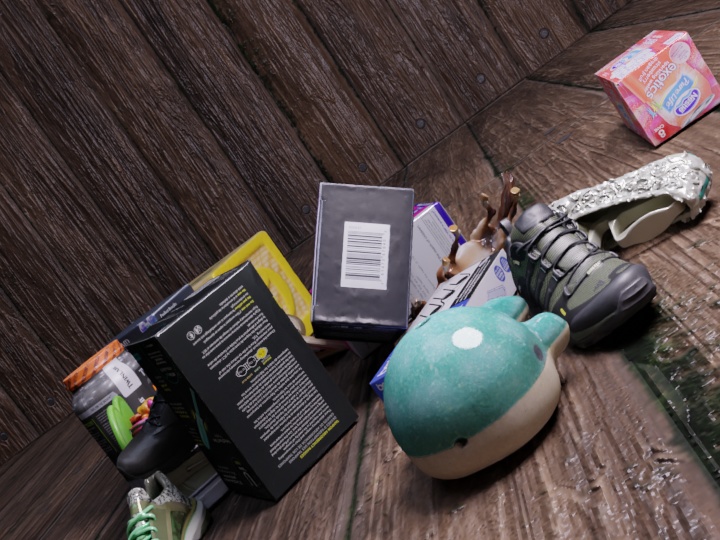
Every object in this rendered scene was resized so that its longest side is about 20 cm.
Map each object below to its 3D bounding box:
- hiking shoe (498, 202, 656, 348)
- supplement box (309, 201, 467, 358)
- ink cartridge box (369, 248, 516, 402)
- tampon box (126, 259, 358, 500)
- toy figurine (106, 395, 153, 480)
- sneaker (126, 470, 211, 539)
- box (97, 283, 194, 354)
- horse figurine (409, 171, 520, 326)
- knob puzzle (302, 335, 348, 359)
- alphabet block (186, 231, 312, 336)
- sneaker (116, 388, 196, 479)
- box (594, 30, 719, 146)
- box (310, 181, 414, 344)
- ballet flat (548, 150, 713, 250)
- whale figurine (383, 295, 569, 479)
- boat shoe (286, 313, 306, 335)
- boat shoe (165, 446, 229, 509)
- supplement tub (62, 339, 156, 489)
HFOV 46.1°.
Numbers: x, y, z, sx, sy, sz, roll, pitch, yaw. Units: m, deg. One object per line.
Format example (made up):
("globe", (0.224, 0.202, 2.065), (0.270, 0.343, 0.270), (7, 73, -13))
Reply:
("hiking shoe", (0.162, -0.002, 0.693), (0.075, 0.101, 0.200), (-37, 9, -9))
("supplement box", (0.042, 0.010, 1.115), (0.199, 0.104, 0.101), (-40, 10, -8))
("ink cartridge box", (0.091, 0.058, 0.851), (0.093, 0.045, 0.200), (-33, 10, 37))
("tampon box", (-0.126, 0.117, 0.890), (0.126, 0.202, 0.149), (-39, 11, -27))
("toy figurine", (-0.210, 0.181, 1.088), (0.181, 0.152, 0.201), (-28, -20, -10))
("sneaker", (-0.210, 0.262, 0.833), (0.076, 0.089, 0.200), (-35, 9, 3))
("box", (-0.279, 0.153, 1.315), (0.147, 0.202, 0.107), (-31, 9, 31))
("horse figurine", (0.134, -0.026, 1.009), (0.200, 0.050, 0.134), (-45, -25, -24))
("knob puzzle", (-0.141, 0.122, 1.175), (0.214, 0.031, 0.220), (-2, -17, -1))
("alphabet block", (-0.214, 0.087, 1.434), (0.198, 0.197, 0.197), (-30, 12, 30))
("sneaker", (-0.208, 0.150, 0.968), (0.075, 0.092, 0.200), (7, 41, 39))
("box", (0.377, -0.238, 1.087), (0.102, 0.095, 0.200), (-34, 9, 15))
("box", (0.000, 0.000, 0.953), (0.102, 0.152, 0.200), (4, -11, -2))
("ballet flat", (0.229, -0.045, 0.784), (0.199, 0.072, 0.072), (-29, 11, 44))
("whale figurine", (0.081, 0.065, 0.647), (0.158, 0.104, 0.201), (-33, 12, 25))
("boat shoe", (-0.179, 0.093, 1.247), (0.063, 0.196, 0.075), (101, 172, -61))
("boat shoe", (-0.144, 0.198, 0.997), (0.072, 0.063, 0.200), (-26, 14, 48))
("supplement tub", (-0.332, 0.210, 1.228), (0.121, 0.202, 0.123), (-34, 9, 6))
